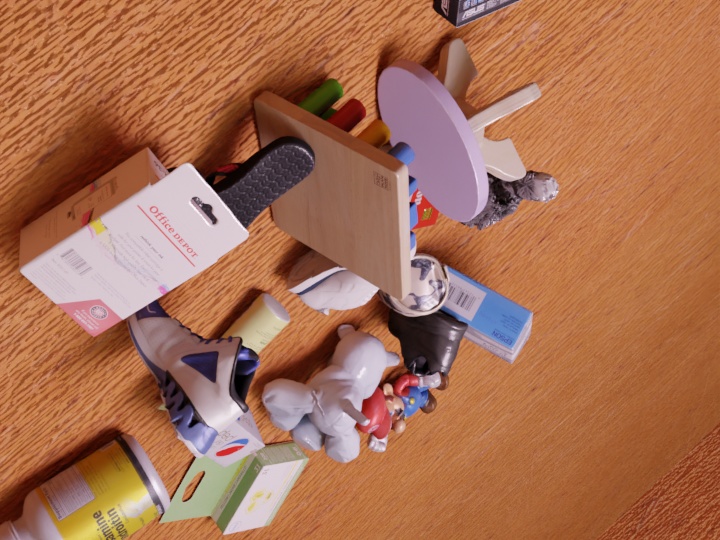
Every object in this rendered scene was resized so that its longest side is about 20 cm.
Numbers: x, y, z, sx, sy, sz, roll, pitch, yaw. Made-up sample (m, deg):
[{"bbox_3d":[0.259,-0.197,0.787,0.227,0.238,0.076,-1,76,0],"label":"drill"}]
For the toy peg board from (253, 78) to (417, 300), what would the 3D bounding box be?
[{"bbox_3d":[-0.005,-0.104,1.150,0.098,0.198,0.202,-45,150,-29],"label":"toy peg board"}]

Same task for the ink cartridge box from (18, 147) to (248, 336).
[{"bbox_3d":[-0.221,-0.036,1.013,0.198,0.068,0.117,-30,131,10],"label":"ink cartridge box"}]

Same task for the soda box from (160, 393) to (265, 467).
[{"bbox_3d":[-0.188,0.196,1.332,0.067,0.064,0.200,-27,156,-1],"label":"soda box"}]

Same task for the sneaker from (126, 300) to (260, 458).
[{"bbox_3d":[-0.178,0.102,1.161,0.114,0.200,0.081,-31,150,-5],"label":"sneaker"}]

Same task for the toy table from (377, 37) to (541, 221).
[{"bbox_3d":[0.118,-0.174,1.228,0.117,0.183,0.202,-35,113,-31],"label":"toy table"}]

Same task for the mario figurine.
[{"bbox_3d":[0.072,0.225,1.645,0.199,0.105,0.126,-15,103,-48],"label":"mario figurine"}]

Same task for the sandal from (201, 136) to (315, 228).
[{"bbox_3d":[-0.132,-0.088,1.116,0.198,0.046,0.075,-32,136,20],"label":"sandal"}]

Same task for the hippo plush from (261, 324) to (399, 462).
[{"bbox_3d":[-0.041,0.154,1.457,0.201,0.157,0.162,104,12,-60],"label":"hippo plush"}]

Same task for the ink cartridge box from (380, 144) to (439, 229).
[{"bbox_3d":[0.057,-0.091,1.350,0.198,0.050,0.164,-14,136,-34],"label":"ink cartridge box"}]

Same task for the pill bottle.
[{"bbox_3d":[-0.344,0.300,1.271,0.198,0.112,0.113,-32,145,-20],"label":"pill bottle"}]

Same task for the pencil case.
[{"bbox_3d":[0.068,0.014,1.362,0.089,0.079,0.200,-31,-176,-3],"label":"pencil case"}]

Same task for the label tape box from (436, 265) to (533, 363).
[{"bbox_3d":[0.177,0.074,1.518,0.067,0.142,0.200,-59,166,-10],"label":"label tape box"}]

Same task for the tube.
[{"bbox_3d":[-0.173,0.116,1.322,0.058,0.052,0.200,41,103,-20],"label":"tube"}]

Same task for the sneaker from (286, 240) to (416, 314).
[{"bbox_3d":[0.000,0.000,1.278,0.081,0.198,0.077,46,46,-27],"label":"sneaker"}]

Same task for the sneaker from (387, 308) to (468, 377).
[{"bbox_3d":[0.082,0.103,1.459,0.075,0.200,0.092,15,86,-16],"label":"sneaker"}]

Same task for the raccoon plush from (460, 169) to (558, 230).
[{"bbox_3d":[0.209,-0.111,1.375,0.133,0.198,0.098,-24,120,-41],"label":"raccoon plush"}]

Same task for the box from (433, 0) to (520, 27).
[{"bbox_3d":[0.177,-0.385,1.169,0.198,0.044,0.162,-28,143,-25],"label":"box"}]

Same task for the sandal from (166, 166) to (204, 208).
[{"bbox_3d":[-0.236,-0.046,1.082,0.075,0.048,0.200,20,125,-39],"label":"sandal"}]

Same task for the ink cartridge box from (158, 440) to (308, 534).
[{"bbox_3d":[-0.186,0.329,1.537,0.199,0.048,0.147,2,125,-52],"label":"ink cartridge box"}]
